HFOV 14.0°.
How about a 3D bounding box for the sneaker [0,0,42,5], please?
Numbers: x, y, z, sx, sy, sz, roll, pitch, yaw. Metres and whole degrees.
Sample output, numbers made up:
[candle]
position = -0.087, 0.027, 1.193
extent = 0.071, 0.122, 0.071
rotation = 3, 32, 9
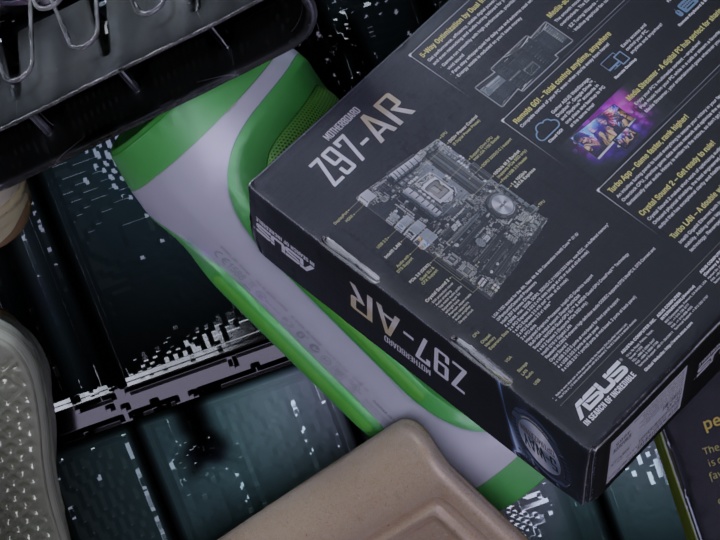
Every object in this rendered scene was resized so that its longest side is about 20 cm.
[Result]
[sneaker]
position = -0.116, -0.130, 1.081
extent = 0.200, 0.081, 0.075
rotation = -33, 106, 6

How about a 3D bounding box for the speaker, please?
[speaker]
position = 0.000, 0.000, 1.113
extent = 0.088, 0.088, 0.200
rotation = -43, 101, 9

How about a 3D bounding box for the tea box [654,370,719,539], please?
[tea box]
position = 0.224, 0.091, 1.080
extent = 0.200, 0.134, 0.197
rotation = -18, 76, 4

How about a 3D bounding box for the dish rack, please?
[dish rack]
position = -0.124, -0.124, 0.992
extent = 0.153, 0.055, 0.200
rotation = -26, 138, 12

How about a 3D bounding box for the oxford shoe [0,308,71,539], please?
[oxford shoe]
position = -0.149, 0.096, 1.152
extent = 0.075, 0.058, 0.200
rotation = -3, 119, -7

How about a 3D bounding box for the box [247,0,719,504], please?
[box]
position = 0.085, -0.037, 1.042
extent = 0.160, 0.044, 0.200
rotation = 37, 66, 21

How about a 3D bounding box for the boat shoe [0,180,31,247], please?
[boat shoe]
position = -0.222, -0.021, 1.086
extent = 0.200, 0.071, 0.065
rotation = -22, 137, -18

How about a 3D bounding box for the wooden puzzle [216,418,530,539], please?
[wooden puzzle]
position = 0.031, 0.163, 1.149
extent = 0.200, 0.037, 0.185
rotation = 47, 129, -9
